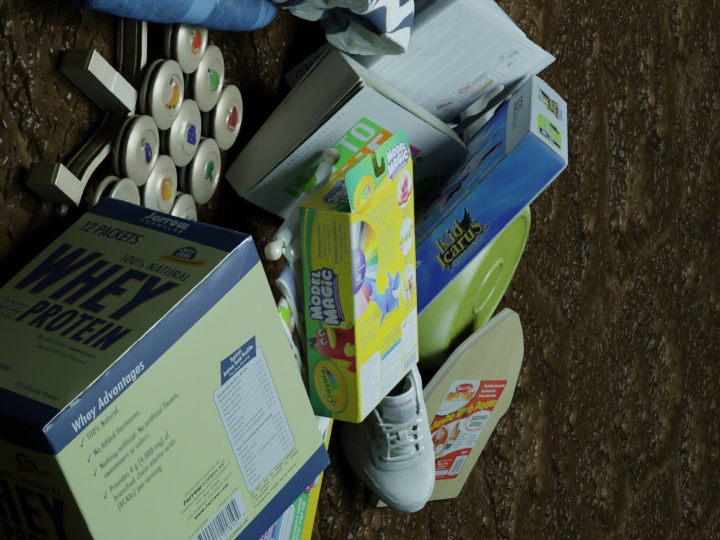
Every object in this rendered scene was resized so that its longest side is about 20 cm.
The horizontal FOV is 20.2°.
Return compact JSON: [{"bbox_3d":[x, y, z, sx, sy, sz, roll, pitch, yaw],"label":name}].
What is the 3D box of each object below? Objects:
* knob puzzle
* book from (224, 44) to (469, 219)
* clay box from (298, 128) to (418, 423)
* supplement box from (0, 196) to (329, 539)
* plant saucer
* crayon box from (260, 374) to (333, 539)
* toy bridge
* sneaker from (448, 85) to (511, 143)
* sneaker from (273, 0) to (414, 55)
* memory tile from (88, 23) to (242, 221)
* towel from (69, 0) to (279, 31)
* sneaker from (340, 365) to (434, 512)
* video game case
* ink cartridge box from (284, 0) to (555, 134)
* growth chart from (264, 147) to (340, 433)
[{"bbox_3d":[0.086,0.119,1.847,0.220,0.030,0.220,-42,150,-30],"label":"knob puzzle"},{"bbox_3d":[-0.010,-0.088,1.615,0.134,0.048,0.200,-45,152,11],"label":"book"},{"bbox_3d":[0.000,0.000,1.526,0.115,0.048,0.200,-42,134,-56],"label":"clay box"},{"bbox_3d":[-0.150,0.097,1.301,0.200,0.134,0.200,-45,134,-34],"label":"supplement box"},{"bbox_3d":[0.104,0.009,1.829,0.200,0.031,0.200,-54,162,-26],"label":"plant saucer"},{"bbox_3d":[-0.091,0.151,1.541,0.173,0.058,0.200,36,62,-60],"label":"crayon box"},{"bbox_3d":[-0.177,-0.127,1.374,0.067,0.027,0.200,46,53,-56],"label":"toy bridge"},{"bbox_3d":[0.121,-0.103,1.883,0.075,0.081,0.200,-54,140,-47],"label":"sneaker"},{"bbox_3d":[-0.007,-0.244,1.445,0.199,0.079,0.130,28,65,-61],"label":"sneaker"},{"bbox_3d":[-0.135,-0.078,1.442,0.153,0.017,0.200,69,36,-57],"label":"memory tile"},{"bbox_3d":[-0.125,-0.223,1.371,0.200,0.048,0.112,-2,100,-56],"label":"towel"},{"bbox_3d":[0.019,0.123,1.698,0.100,0.075,0.200,-125,-162,-68],"label":"sneaker"},{"bbox_3d":[0.089,-0.058,1.670,0.045,0.200,0.181,41,18,-9],"label":"video game case"},{"bbox_3d":[0.053,-0.168,1.668,0.057,0.162,0.200,59,18,19],"label":"ink cartridge box"},{"bbox_3d":[-0.032,0.027,1.542,0.145,0.018,0.200,-56,145,-47],"label":"growth chart"}]
